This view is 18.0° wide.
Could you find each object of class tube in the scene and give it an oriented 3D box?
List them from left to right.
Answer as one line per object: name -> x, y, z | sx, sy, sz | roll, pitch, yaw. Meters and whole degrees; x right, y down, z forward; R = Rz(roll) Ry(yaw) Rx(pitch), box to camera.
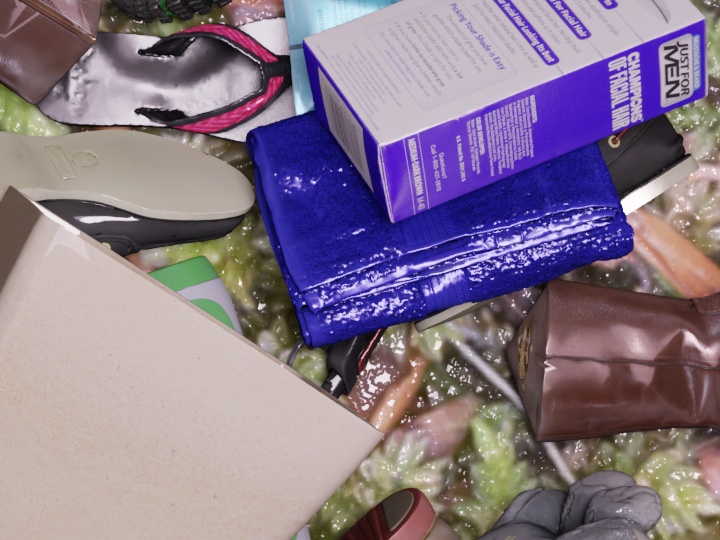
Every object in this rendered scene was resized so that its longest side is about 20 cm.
tube -> 0.055, -0.140, 1.350 | 0.199, 0.050, 0.078 | -7, 85, -12

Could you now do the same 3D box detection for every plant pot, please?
plant pot -> -0.137, 0.089, 1.166 | 0.200, 0.200, 0.177 | 34, 87, -15

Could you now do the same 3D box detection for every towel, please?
towel -> 0.043, -0.048, 1.290 | 0.199, 0.050, 0.148 | -16, 62, -5

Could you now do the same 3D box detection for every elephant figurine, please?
elephant figurine -> 0.142, 0.232, 1.328 | 0.155, 0.142, 0.201 | -12, 107, 21

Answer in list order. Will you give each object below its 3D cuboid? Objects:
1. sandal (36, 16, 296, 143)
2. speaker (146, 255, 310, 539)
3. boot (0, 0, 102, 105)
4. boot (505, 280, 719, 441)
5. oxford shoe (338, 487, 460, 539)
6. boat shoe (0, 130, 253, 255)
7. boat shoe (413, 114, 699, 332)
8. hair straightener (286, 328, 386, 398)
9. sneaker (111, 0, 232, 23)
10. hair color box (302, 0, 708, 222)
sandal -> -0.095, -0.112, 1.343 | 0.199, 0.045, 0.075 | -2, 88, -7
speaker -> -0.093, 0.097, 1.318 | 0.088, 0.088, 0.201 | -18, 91, -7
boot -> -0.215, -0.216, 1.310 | 0.200, 0.064, 0.187 | 29, 99, 5
boot -> 0.190, 0.012, 1.362 | 0.199, 0.064, 0.187 | 3, 87, -3
oxford shoe -> -0.014, 0.222, 1.333 | 0.200, 0.070, 0.075 | -44, 108, 0
boat shoe -> -0.160, -0.037, 1.304 | 0.201, 0.074, 0.063 | 0, 128, -25
boat shoe -> 0.105, -0.033, 1.352 | 0.201, 0.074, 0.063 | -34, 92, -11
hair straightener -> 0.000, 0.000, 1.344 | 0.200, 0.041, 0.077 | -55, 137, 0
sneaker -> -0.071, -0.219, 1.342 | 0.200, 0.078, 0.085 | -39, 86, -15
hair color box -> 0.081, -0.113, 1.266 | 0.199, 0.109, 0.065 | -23, 135, -11
